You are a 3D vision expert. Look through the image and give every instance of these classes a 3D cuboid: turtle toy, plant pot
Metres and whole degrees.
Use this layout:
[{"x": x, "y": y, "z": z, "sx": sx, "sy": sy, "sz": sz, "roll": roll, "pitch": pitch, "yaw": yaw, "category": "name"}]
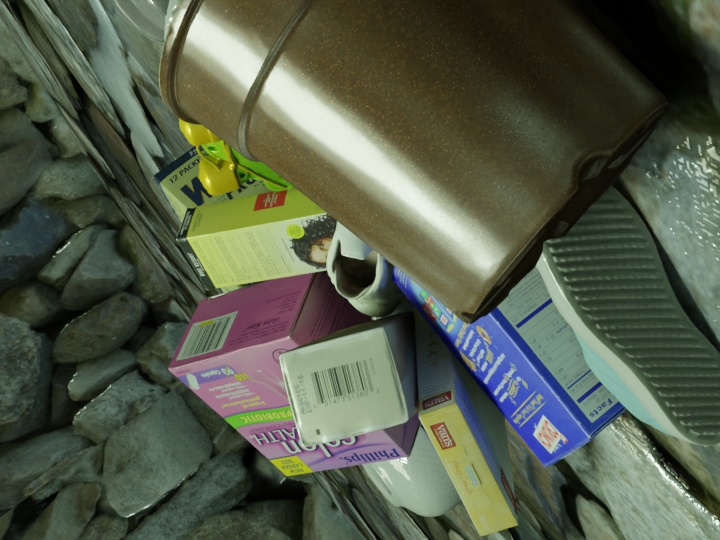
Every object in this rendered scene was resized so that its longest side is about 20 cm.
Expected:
[{"x": -0.084, "y": -0.136, "z": 0.989, "sx": 0.200, "sy": 0.145, "sz": 0.102, "roll": 81, "pitch": 171, "yaw": -61, "category": "turtle toy"}, {"x": 0.035, "y": -0.091, "z": 0.576, "sx": 0.198, "sy": 0.200, "sz": 0.200, "roll": 44, "pitch": 165, "yaw": 10, "category": "plant pot"}]

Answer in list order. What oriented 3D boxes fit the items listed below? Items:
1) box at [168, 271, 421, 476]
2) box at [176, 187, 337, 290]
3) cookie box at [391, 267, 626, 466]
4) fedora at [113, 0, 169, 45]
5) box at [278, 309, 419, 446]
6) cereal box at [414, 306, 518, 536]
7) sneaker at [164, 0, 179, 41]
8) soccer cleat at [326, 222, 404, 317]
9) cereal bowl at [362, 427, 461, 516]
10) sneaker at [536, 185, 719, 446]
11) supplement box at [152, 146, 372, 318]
[{"x": -0.060, "y": 0.109, "z": 1.139, "sx": 0.175, "sy": 0.097, "sz": 0.200, "roll": -16, "pitch": 129, "yaw": 38, "category": "box"}, {"x": -0.065, "y": -0.036, "z": 1.036, "sx": 0.050, "sy": 0.199, "sz": 0.075, "roll": -81, "pitch": -26, "yaw": -44, "category": "box"}, {"x": 0.115, "y": 0.039, "z": 0.832, "sx": 0.200, "sy": 0.075, "sz": 0.171, "roll": 52, "pitch": 169, "yaw": 12, "category": "cookie box"}, {"x": -0.196, "y": -0.289, "z": 1.045, "sx": 0.200, "sy": 0.090, "sz": 0.177, "roll": 53, "pitch": 166, "yaw": 2, "category": "fedora"}, {"x": 0.007, "y": 0.087, "z": 0.952, "sx": 0.200, "sy": 0.094, "sz": 0.078, "roll": -10, "pitch": -96, "yaw": -79, "category": "box"}, {"x": 0.090, "y": 0.110, "z": 0.974, "sx": 0.200, "sy": 0.039, "sz": 0.144, "roll": -86, "pitch": -27, "yaw": -58, "category": "cereal box"}, {"x": -0.094, "y": -0.228, "z": 0.791, "sx": 0.099, "sy": 0.078, "sz": 0.201, "roll": -120, "pitch": 45, "yaw": -59, "category": "sneaker"}, {"x": 0.000, "y": 0.000, "z": 0.948, "sx": 0.069, "sy": 0.078, "sz": 0.200, "roll": 14, "pitch": 154, "yaw": 9, "category": "soccer cleat"}, {"x": 0.056, "y": 0.278, "z": 1.607, "sx": 0.200, "sy": 0.083, "sz": 0.200, "roll": 50, "pitch": 165, "yaw": 19, "category": "cereal bowl"}, {"x": 0.151, "y": 0.026, "z": 0.689, "sx": 0.201, "sy": 0.074, "sz": 0.082, "roll": 57, "pitch": 162, "yaw": -11, "category": "sneaker"}, {"x": -0.098, "y": -0.035, "z": 1.247, "sx": 0.200, "sy": 0.134, "sz": 0.200, "roll": 39, "pitch": 160, "yaw": 46, "category": "supplement box"}]
